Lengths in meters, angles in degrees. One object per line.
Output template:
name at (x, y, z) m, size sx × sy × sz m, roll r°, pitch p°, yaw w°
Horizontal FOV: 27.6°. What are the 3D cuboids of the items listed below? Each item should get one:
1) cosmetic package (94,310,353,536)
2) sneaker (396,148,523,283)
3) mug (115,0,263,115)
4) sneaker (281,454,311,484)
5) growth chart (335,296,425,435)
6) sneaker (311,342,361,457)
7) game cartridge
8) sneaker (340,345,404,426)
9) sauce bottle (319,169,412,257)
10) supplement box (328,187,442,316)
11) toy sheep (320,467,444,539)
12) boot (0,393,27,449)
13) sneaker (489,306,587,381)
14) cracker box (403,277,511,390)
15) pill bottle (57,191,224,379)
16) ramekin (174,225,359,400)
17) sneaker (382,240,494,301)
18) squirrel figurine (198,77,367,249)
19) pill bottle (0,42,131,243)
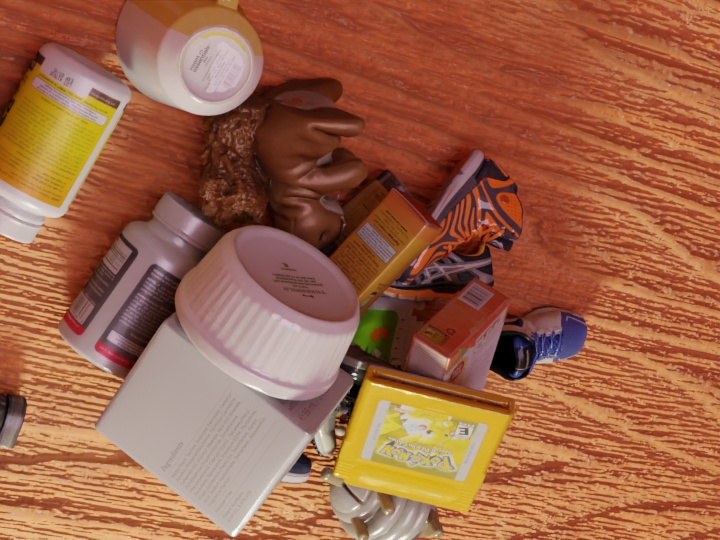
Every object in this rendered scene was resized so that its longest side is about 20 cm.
cosmetic package at (-0.149, 0.148, 1.627) m, size 0.200 × 0.167 × 0.167 m, roll 37°, pitch 114°, yaw 3°
sneaker at (0.128, -0.044, 1.762) m, size 0.112 × 0.078 × 0.200 m, roll 39°, pitch 72°, yaw -7°
mug at (-0.177, -0.250, 1.559) m, size 0.149 × 0.153 × 0.187 m, roll -18°, pitch 115°, yaw -14°
sneaker at (-0.110, 0.166, 1.786) m, size 0.202 × 0.077 × 0.146 m, roll 33°, pitch 98°, yaw -28°
growth chart at (0.018, 0.121, 1.854) m, size 0.144 × 0.018 × 0.201 m, roll -7°, pitch 111°, yaw -16°
sneaker at (-0.034, 0.137, 1.798) m, size 0.093 × 0.070 × 0.200 m, roll -17°, pitch 117°, yaw -11°
game cartridge at (0.070, 0.202, 1.721) m, size 0.176 × 0.033 × 0.200 m, roll 14°, pitch 133°, yaw -3°
sneaker at (0.010, 0.158, 1.759) m, size 0.106 × 0.075 × 0.200 m, roll -64°, pitch 153°, yaw -3°
sauce bottle at (-0.025, -0.036, 1.754) m, size 0.200 × 0.065 × 0.065 m, roll -39°, pitch 119°, yaw -2°
supplement box at (0.000, 0.000, 1.690) m, size 0.200 × 0.069 × 0.067 m, roll -48°, pitch 163°, yaw 9°
toy sheep at (0.027, 0.290, 1.857) m, size 0.200 × 0.138 × 0.138 m, roll 35°, pitch 94°, yaw -38°
boot at (-0.488, 0.194, 1.656) m, size 0.174 × 0.069 × 0.201 m, roll 21°, pitch 93°, yaw -25°
sneaker at (0.207, 0.100, 1.869) m, size 0.199 × 0.115 × 0.081 m, roll 3°, pitch 109°, yaw -23°
cracker box at (0.104, 0.122, 1.760) m, size 0.134 × 0.058 × 0.200 m, roll -40°, pitch 153°, yaw -40°
pill bottle at (-0.243, 0.015, 1.656) m, size 0.111 × 0.111 × 0.200 m, roll 33°, pitch 95°, yaw -29°
ramekin at (-0.091, 0.036, 1.571) m, size 0.202 × 0.203 × 0.094 m, roll 21°, pitch 118°, yaw -27°
sneaker at (0.075, -0.001, 1.807) m, size 0.199 × 0.078 × 0.078 m, roll 2°, pitch 95°, yaw -26°
squirrel figurine at (-0.094, -0.105, 1.666) m, size 0.199 × 0.142 × 0.187 m, roll -5°, pitch 119°, yaw -20°
pill bottle at (-0.336, -0.133, 1.563) m, size 0.109 × 0.109 × 0.200 m, roll 28°, pitch 97°, yaw -28°
